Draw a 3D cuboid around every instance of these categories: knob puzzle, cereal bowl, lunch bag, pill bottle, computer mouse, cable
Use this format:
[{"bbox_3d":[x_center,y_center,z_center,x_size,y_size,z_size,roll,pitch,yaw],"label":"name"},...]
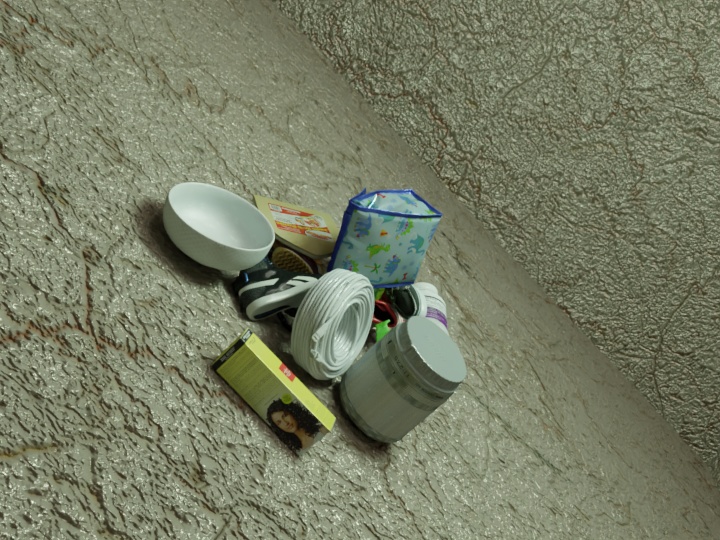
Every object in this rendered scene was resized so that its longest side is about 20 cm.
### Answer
[{"bbox_3d":[-0.118,-0.072,1.657,0.218,0.031,0.220,22,24,-10],"label":"knob puzzle"},{"bbox_3d":[-0.255,-0.065,1.466,0.199,0.084,0.201,24,25,-12],"label":"cereal bowl"},{"bbox_3d":[0.032,-0.061,1.608,0.199,0.171,0.127,-8,36,-42],"label":"lunch bag"},{"bbox_3d":[0.142,0.127,1.895,0.112,0.112,0.201,36,36,-31],"label":"pill bottle"},{"bbox_3d":[-0.081,0.109,1.586,0.199,0.034,0.059,30,65,-40],"label":"computer mouse"},{"bbox_3d":[-0.046,0.098,1.498,0.069,0.201,0.201,19,-30,24],"label":"cable"}]

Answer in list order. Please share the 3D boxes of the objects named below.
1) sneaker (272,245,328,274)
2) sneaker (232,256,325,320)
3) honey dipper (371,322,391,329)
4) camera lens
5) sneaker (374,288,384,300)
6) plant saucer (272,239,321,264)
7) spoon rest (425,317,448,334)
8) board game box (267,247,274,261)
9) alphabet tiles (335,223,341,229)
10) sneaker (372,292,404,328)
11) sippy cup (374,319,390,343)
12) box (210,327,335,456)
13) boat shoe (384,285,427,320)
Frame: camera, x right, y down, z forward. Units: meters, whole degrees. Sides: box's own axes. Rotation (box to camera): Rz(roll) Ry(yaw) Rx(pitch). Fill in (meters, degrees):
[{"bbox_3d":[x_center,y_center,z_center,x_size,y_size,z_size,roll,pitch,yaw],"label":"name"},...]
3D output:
[{"bbox_3d":[-0.088,0.019,1.628,0.200,0.075,0.090,43,23,-11],"label":"sneaker"},{"bbox_3d":[-0.136,0.011,1.523,0.199,0.073,0.112,-15,62,-35],"label":"sneaker"},{"bbox_3d":[0.049,0.128,1.872,0.200,0.038,0.038,28,27,-53],"label":"honey dipper"},{"bbox_3d":[0.072,0.199,1.509,0.159,0.200,0.161,35,28,-21],"label":"camera lens"},{"bbox_3d":[0.000,0.000,1.747,0.083,0.075,0.200,13,21,-25],"label":"sneaker"},{"bbox_3d":[-0.143,-0.062,1.764,0.201,0.037,0.200,53,12,-15],"label":"plant saucer"},{"bbox_3d":[0.137,0.200,1.771,0.098,0.202,0.061,7,-14,-6],"label":"spoon rest"},{"bbox_3d":[-0.196,-0.027,1.651,0.120,0.032,0.201,34,23,-47],"label":"board game box"},{"bbox_3d":[-0.027,-0.078,1.823,0.199,0.015,0.195,20,13,35],"label":"alphabet tiles"},{"bbox_3d":[0.021,0.046,1.798,0.200,0.079,0.115,40,8,15],"label":"sneaker"},{"bbox_3d":[0.078,0.196,1.673,0.138,0.180,0.130,14,8,2],"label":"sippy cup"},{"bbox_3d":[-0.133,0.188,1.294,0.200,0.075,0.050,46,19,-4],"label":"box"},{"bbox_3d":[0.075,0.037,1.760,0.056,0.069,0.201,22,25,-37],"label":"boat shoe"}]
